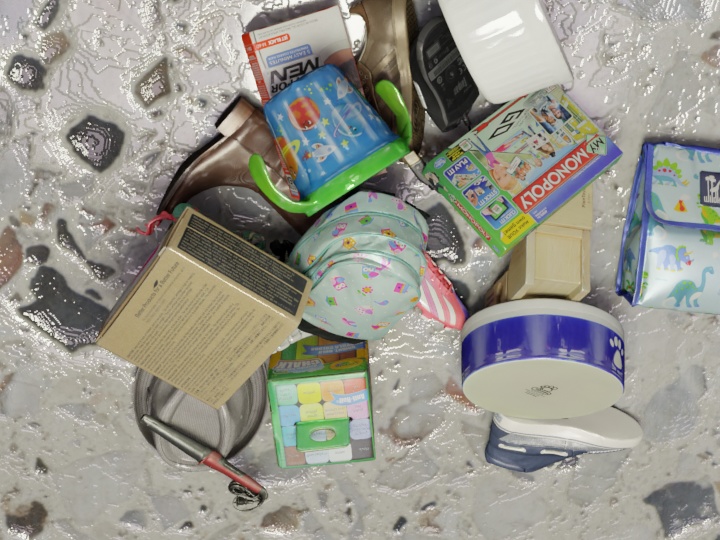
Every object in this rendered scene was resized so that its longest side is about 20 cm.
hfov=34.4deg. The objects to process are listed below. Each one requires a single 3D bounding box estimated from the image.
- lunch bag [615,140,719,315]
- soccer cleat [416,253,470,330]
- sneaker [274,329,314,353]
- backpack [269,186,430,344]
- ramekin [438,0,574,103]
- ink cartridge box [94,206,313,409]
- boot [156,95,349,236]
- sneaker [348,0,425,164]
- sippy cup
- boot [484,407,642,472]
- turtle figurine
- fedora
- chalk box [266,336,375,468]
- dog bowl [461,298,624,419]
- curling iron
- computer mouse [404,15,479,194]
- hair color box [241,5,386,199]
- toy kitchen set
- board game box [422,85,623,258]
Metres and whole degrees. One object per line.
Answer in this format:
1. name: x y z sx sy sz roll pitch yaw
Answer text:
1. lunch bag: 0.414 -0.050 1.413 0.170 0.127 0.201 6 97 -1
2. soccer cleat: 0.069 0.000 1.449 0.200 0.067 0.077 37 101 -11
3. sneaker: -0.098 0.064 1.429 0.200 0.091 0.078 -9 83 -21
4. backpack: 0.000 0.000 1.311 0.167 0.127 0.200 15 144 -23
5. ramekin: 0.153 -0.282 1.280 0.098 0.201 0.201 -22 109 15
6. ink cartridge box: -0.172 0.046 1.273 0.165 0.075 0.200 32 133 -14
7. boot: -0.122 -0.084 1.416 0.200 0.064 0.186 38 106 -18
8. sneaker: 0.032 -0.225 1.373 0.075 0.070 0.201 1 108 18
9. sippy cup: -0.035 -0.148 1.266 0.139 0.178 0.131 -30 94 27
10. boot: 0.266 0.225 1.540 0.199 0.073 0.091 9 124 -3
11. turtle figurine: -0.188 -0.013 1.388 0.149 0.101 0.200 -26 137 -15
12. fedora: -0.209 0.178 1.490 0.176 0.090 0.200 16 109 -8
13. chalk box: -0.047 0.159 1.429 0.124 0.200 0.124 -5 110 0
14. dog bowl: 0.223 0.112 1.425 0.199 0.079 0.200 3 153 2
15. curling iron: -0.196 0.242 1.458 0.050 0.026 0.200 -42 113 18
16. computer mouse: 0.083 -0.187 1.347 0.140 0.046 0.200 -49 133 -19
17. hair color box: -0.053 -0.193 1.348 0.111 0.064 0.200 -20 103 -11
18. toy kitchen set: 0.177 -0.053 1.427 0.163 0.180 0.201 8 70 -8
19. board game box: 0.189 -0.124 1.344 0.200 0.029 0.135 -38 78 -21
